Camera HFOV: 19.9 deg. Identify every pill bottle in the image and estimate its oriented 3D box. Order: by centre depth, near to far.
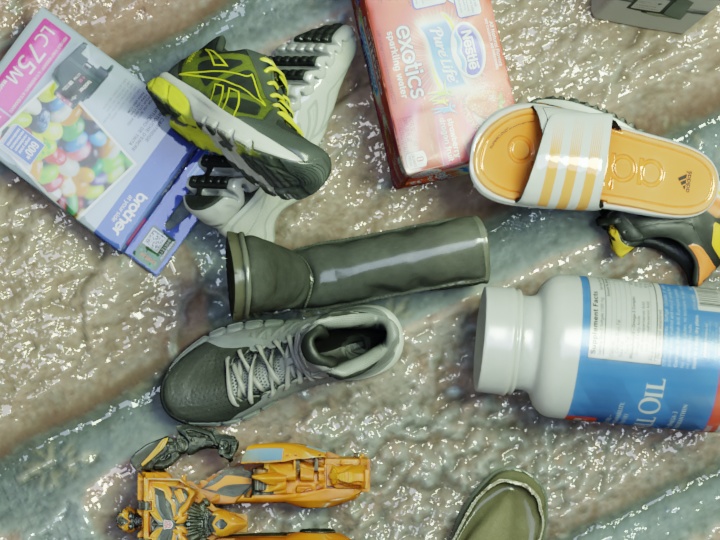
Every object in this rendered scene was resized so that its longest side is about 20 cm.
[{"bbox_3d":[0.190,0.062,1.586,0.198,0.112,0.114,5,85,-1],"label":"pill bottle"}]

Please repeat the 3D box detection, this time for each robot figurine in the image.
[{"bbox_3d":[-0.091,0.193,1.589,0.198,0.058,0.147,-1,89,-3],"label":"robot figurine"}]

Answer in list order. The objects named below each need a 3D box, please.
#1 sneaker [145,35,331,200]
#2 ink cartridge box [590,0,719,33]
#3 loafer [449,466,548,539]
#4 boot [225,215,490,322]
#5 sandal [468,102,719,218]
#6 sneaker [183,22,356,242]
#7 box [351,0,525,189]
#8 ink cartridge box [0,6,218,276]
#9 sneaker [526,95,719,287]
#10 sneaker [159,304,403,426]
[{"bbox_3d":[-0.082,-0.123,1.530,0.085,0.075,0.199,-48,48,-11],"label":"sneaker"},{"bbox_3d":[0.243,-0.276,1.571,0.083,0.200,0.147,10,85,-4],"label":"ink cartridge box"},{"bbox_3d":[0.092,0.249,1.587,0.075,0.070,0.202,23,85,0],"label":"loafer"},{"bbox_3d":[0.000,-0.002,1.554,0.198,0.182,0.073,-2,90,2],"label":"boot"},{"bbox_3d":[0.184,-0.083,1.544,0.204,0.059,0.080,6,87,-15],"label":"sandal"},{"bbox_3d":[-0.060,-0.107,1.616,0.081,0.075,0.201,44,71,-34],"label":"sneaker"},{"bbox_3d":[0.055,-0.174,1.606,0.099,0.095,0.202,-13,86,-5],"label":"box"},{"bbox_3d":[-0.207,-0.101,1.620,0.199,0.042,0.120,37,85,-1],"label":"ink cartridge box"},{"bbox_3d":[0.206,-0.061,1.616,0.199,0.070,0.091,28,82,-2],"label":"sneaker"},{"bbox_3d":[-0.062,0.066,1.573,0.198,0.116,0.076,-18,86,-4],"label":"sneaker"}]
